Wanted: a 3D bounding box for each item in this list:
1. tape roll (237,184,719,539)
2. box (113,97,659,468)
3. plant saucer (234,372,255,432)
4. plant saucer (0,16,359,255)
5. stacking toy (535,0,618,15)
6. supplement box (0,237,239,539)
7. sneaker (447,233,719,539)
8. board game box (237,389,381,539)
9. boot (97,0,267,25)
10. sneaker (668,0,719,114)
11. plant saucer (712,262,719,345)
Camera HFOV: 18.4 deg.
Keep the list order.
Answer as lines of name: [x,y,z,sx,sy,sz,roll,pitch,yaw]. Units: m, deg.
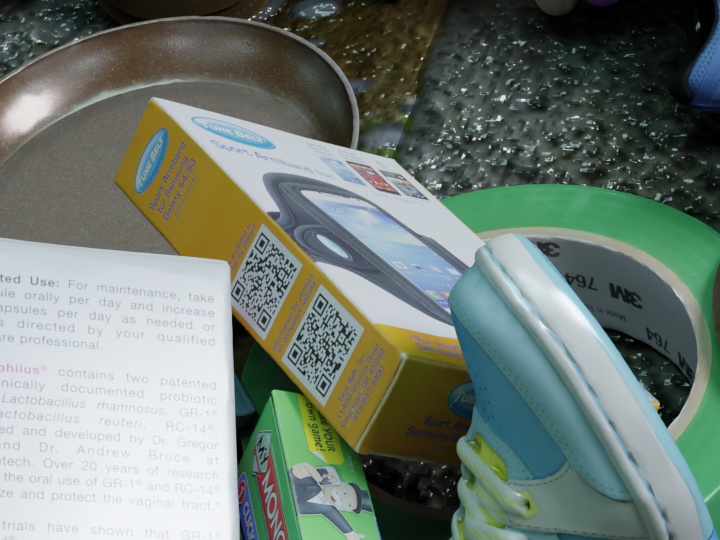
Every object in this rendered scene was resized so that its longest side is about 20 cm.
tape roll: [0.056,0.051,0.814,0.200,0.048,0.201,-8,42,7]
box: [0.000,0.000,0.771,0.119,0.042,0.200,12,24,-41]
plant saucer: [-0.142,0.042,0.791,0.199,0.019,0.070,2,23,-19]
plant saucer: [-0.095,-0.038,0.968,0.199,0.032,0.201,-9,41,8]
stacking toy: [0.176,-0.160,0.994,0.199,0.086,0.086,-1,43,7]
supplement box: [-0.097,0.101,0.684,0.103,0.101,0.201,4,64,-18]
sneaker: [0.040,0.094,0.667,0.130,0.200,0.080,-27,27,-2]
board game box: [-0.022,0.153,0.665,0.029,0.135,0.200,11,37,-22]
boot: [-0.102,-0.190,1.117,0.199,0.077,0.155,6,41,32]
sneaker: [0.151,-0.160,0.922,0.089,0.079,0.201,-3,82,-3]
plant saucer: [0.225,0.014,0.775,0.200,0.037,0.201,3,40,-3]
